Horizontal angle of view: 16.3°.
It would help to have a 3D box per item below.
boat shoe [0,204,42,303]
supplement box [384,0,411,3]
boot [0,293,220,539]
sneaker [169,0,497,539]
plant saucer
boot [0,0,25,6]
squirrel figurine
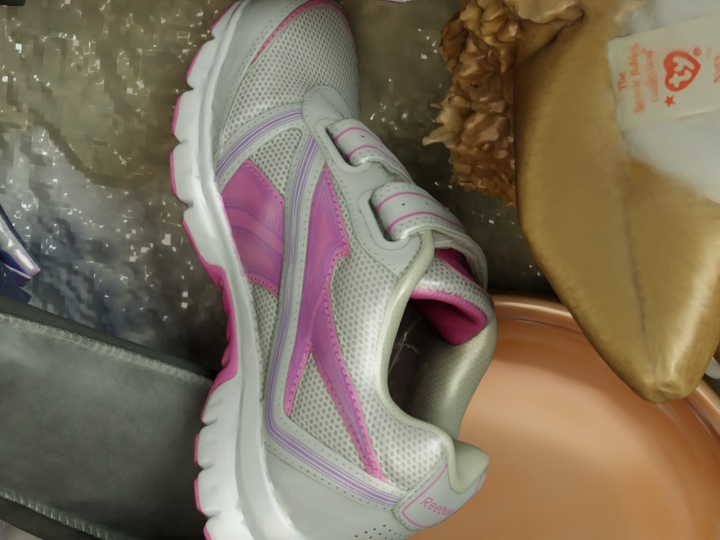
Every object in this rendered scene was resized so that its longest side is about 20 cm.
[{"bbox_3d":[-0.188,-0.044,0.829,0.092,0.075,0.200,-31,110,11],"label":"boat shoe"},{"bbox_3d":[-0.017,-0.193,0.749,0.110,0.086,0.201,11,108,3],"label":"supplement box"},{"bbox_3d":[-0.147,0.051,0.801,0.181,0.073,0.200,-24,148,37],"label":"boot"},{"bbox_3d":[0.000,0.000,0.773,0.088,0.081,0.201,-17,67,25],"label":"sneaker"},{"bbox_3d":[0.046,0.099,0.858,0.199,0.037,0.201,2,108,7],"label":"plant saucer"},{"bbox_3d":[-0.116,-0.182,0.759,0.077,0.138,0.201,8,87,-3],"label":"boot"},{"bbox_3d":[0.112,-0.036,0.752,0.142,0.187,0.200,-47,60,4],"label":"squirrel figurine"}]
